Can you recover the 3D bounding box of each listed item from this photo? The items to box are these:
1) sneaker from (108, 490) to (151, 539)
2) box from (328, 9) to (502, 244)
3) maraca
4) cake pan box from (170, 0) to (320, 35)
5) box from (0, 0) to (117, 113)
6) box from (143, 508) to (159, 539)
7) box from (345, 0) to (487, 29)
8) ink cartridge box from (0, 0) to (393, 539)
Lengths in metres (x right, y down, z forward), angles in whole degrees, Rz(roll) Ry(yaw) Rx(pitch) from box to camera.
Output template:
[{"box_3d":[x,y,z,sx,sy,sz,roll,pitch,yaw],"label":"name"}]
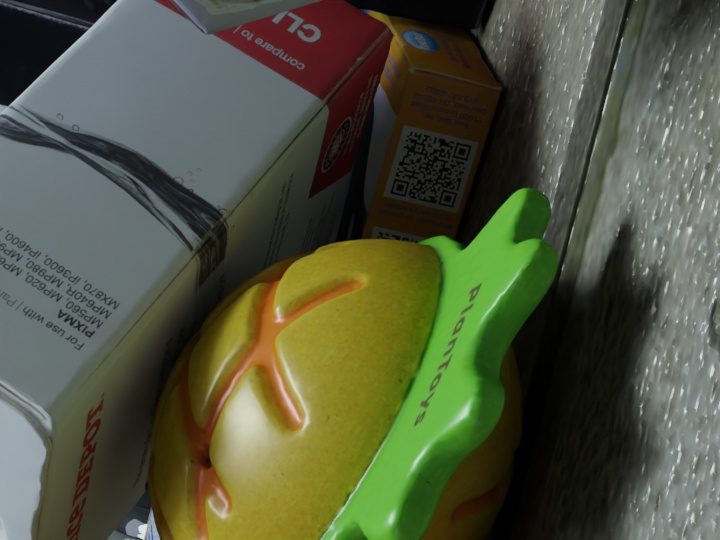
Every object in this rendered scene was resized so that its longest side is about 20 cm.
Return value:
[{"box_3d":[-0.105,0.092,1.122,0.200,0.073,0.082,-111,36,-66],"label":"sneaker"},{"box_3d":[0.000,0.000,0.814,0.119,0.041,0.201,-110,36,-67],"label":"box"},{"box_3d":[0.000,0.045,0.618,0.200,0.107,0.138,-37,29,60],"label":"maraca"},{"box_3d":[0.029,-0.171,0.567,0.183,0.052,0.201,-15,54,27],"label":"cake pan box"},{"box_3d":[-0.161,-0.095,0.830,0.201,0.104,0.149,-98,27,-56],"label":"box"},{"box_3d":[-0.071,0.173,0.897,0.064,0.070,0.201,-107,30,-69],"label":"box"},{"box_3d":[0.014,-0.216,0.803,0.201,0.104,0.149,-94,19,-50],"label":"box"},{"box_3d":[-0.084,0.003,0.692,0.200,0.083,0.145,-53,-12,-37],"label":"ink cartridge box"}]
